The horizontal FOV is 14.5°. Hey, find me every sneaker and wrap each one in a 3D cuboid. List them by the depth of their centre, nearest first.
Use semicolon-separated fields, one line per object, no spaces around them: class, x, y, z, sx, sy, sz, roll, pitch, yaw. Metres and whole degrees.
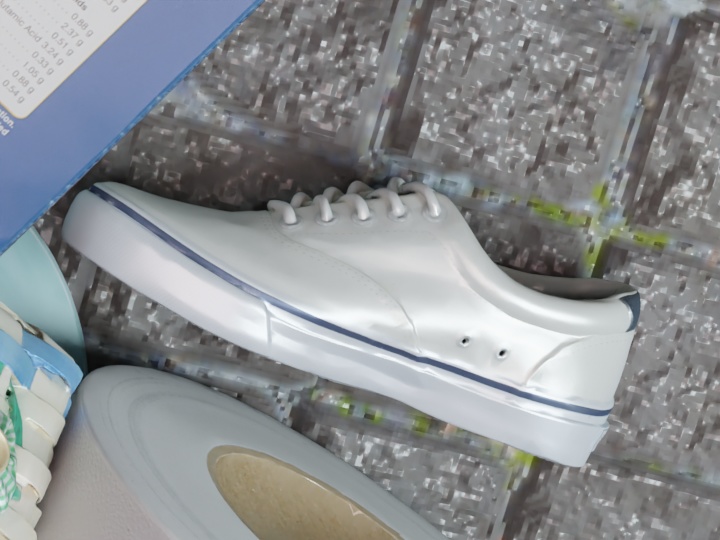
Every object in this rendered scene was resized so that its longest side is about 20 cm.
sneaker;0.000;0.000;0.940;0.200;0.073;0.071;20;95;-20

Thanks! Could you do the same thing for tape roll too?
tape roll;-0.043;0.143;0.904;0.202;0.203;0.139;32;101;-13

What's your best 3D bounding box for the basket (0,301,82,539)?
basket;-0.185;0.068;0.805;0.176;0.139;0.200;46;63;-36

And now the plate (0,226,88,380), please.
plate;-0.192;0.043;0.953;0.200;0.026;0.201;-2;107;-5

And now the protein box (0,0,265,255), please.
protein box;-0.108;-0.152;0.844;0.200;0.135;0.199;-43;105;8
